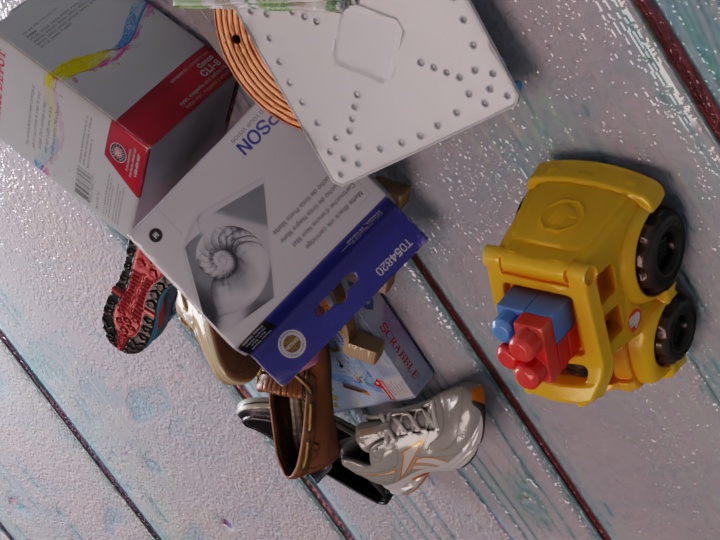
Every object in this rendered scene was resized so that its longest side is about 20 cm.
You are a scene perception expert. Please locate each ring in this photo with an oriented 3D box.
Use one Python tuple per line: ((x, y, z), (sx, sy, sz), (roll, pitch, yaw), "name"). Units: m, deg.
((-0.033, -0.212, 1.429), (0.198, 0.019, 0.203), (9, 116, 19), "ring")

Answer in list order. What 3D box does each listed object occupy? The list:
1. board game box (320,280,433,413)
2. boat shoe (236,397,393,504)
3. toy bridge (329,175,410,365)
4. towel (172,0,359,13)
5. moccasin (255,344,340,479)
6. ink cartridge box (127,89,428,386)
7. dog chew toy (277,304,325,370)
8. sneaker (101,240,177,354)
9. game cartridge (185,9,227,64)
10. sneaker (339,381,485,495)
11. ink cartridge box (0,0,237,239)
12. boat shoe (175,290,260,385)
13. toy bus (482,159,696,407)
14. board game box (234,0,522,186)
((-0.049, 0.054, 1.725), (0.198, 0.041, 0.201), (-15, 114, 49), "board game box")
((-0.043, 0.190, 1.780), (0.198, 0.063, 0.075), (25, 155, -9), "boat shoe")
((0.000, 0.000, 1.593), (0.067, 0.027, 0.202), (19, 125, 15), "toy bridge")
((-0.068, -0.283, 1.366), (0.198, 0.151, 0.031), (8, 174, 42), "towel")
((-0.074, 0.110, 1.683), (0.073, 0.077, 0.204), (15, 118, 42), "moccasin")
((-0.073, -0.030, 1.508), (0.200, 0.200, 0.041), (44, -176, -2), "ink cartridge box")
((-0.095, 0.002, 1.588), (0.124, 0.124, 0.202), (-33, 83, 53), "dog chew toy")
((-0.208, -0.009, 1.789), (0.079, 0.095, 0.201), (37, 117, 8), "sneaker")
((-0.072, -0.203, 1.508), (0.201, 0.038, 0.129), (51, 147, -8), "game cartridge")
((0.048, 0.165, 1.673), (0.091, 0.076, 0.200), (18, 142, -25), "sneaker")
((-0.244, -0.167, 1.612), (0.199, 0.145, 0.146), (36, 144, 10), "ink cartridge box")
((-0.145, 0.032, 1.657), (0.064, 0.071, 0.202), (-41, 50, 37), "boat shoe")
((0.175, 0.041, 1.374), (0.134, 0.192, 0.202), (11, 134, 34), "toy bus")
((0.011, -0.193, 1.387), (0.199, 0.026, 0.201), (-22, 104, 34), "board game box")
